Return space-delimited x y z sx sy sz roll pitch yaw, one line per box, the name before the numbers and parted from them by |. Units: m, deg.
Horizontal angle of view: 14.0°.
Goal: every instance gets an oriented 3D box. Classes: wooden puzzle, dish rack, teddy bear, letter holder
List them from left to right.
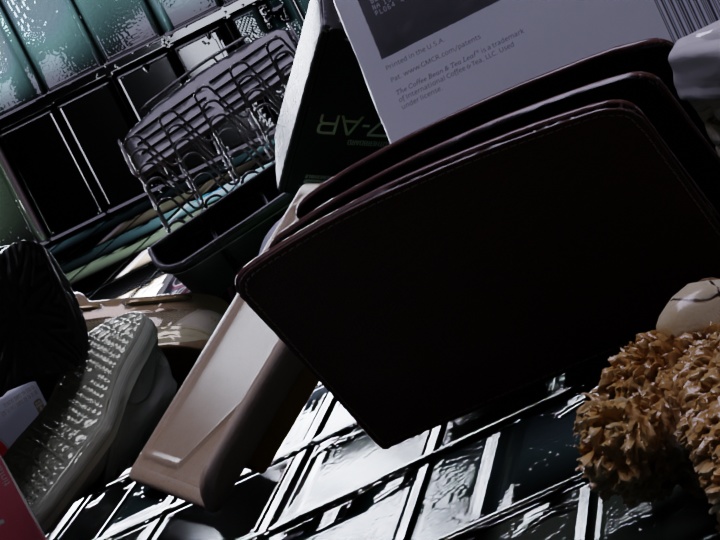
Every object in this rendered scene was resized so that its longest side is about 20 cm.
dish rack | -0.078 -0.080 1.829 0.153 0.055 0.200 -33 42 3
wooden puzzle | -0.044 0.038 1.488 0.185 0.037 0.200 -59 11 -8
letter holder | 0.056 -0.030 1.299 0.200 0.142 0.101 -24 43 21
teddy bear | 0.134 0.040 0.935 0.145 0.067 0.200 -23 8 9

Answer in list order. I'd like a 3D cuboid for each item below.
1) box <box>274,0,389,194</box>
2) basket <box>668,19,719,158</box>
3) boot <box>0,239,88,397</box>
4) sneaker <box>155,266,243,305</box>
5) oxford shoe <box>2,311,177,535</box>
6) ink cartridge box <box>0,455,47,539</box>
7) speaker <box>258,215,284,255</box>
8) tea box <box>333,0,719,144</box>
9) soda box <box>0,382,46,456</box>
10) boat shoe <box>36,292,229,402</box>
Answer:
box | 0.061 -0.099 1.645 0.200 0.044 0.160 3 -33 -11
basket | 0.224 -0.064 1.130 0.136 0.123 0.200 -27 8 -10
boot | -0.257 0.051 1.624 0.158 0.079 0.211 -20 3 22
sneaker | -0.038 -0.001 1.821 0.200 0.081 0.075 -26 10 -4
oxford shoe | -0.152 0.098 1.636 0.075 0.058 0.200 -16 26 28
ink cartridge box | -0.279 0.162 1.490 0.200 0.085 0.146 -32 7 -28
speaker | 0.000 0.000 1.648 0.088 0.088 0.200 -28 7 -14
tea box | 0.120 -0.101 1.462 0.200 0.134 0.197 -25 -20 12
soda box | -0.255 0.136 1.684 0.068 0.064 0.200 -21 10 39
boat shoe | -0.175 0.051 1.780 0.200 0.071 0.065 -3 44 9
